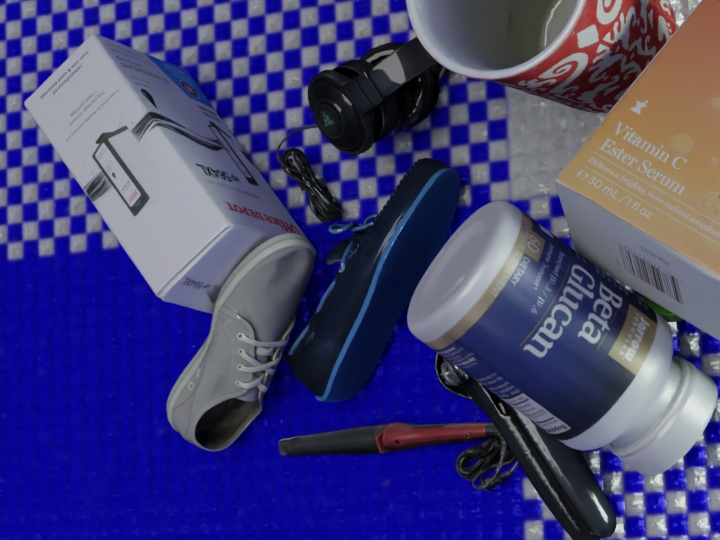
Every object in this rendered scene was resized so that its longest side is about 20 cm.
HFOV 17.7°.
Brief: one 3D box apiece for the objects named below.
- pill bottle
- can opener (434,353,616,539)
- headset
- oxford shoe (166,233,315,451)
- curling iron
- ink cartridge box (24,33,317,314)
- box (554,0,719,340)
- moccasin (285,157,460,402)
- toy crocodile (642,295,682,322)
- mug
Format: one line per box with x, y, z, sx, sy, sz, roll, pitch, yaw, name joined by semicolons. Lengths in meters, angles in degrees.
0.140;0.051;1.567;0.200;0.111;0.111;36;103;-13;pill bottle
0.119;0.105;1.633;0.079;0.063;0.200;-27;75;-18;can opener
0.016;-0.116;1.705;0.200;0.123;0.094;-33;89;35;headset
-0.082;0.058;1.733;0.058;0.075;0.200;54;126;39;oxford shoe
0.025;0.133;1.708;0.200;0.026;0.050;1;81;28;curling iron
-0.141;-0.068;1.756;0.084;0.146;0.200;-43;67;14;ink cartridge box
0.252;-0.072;1.533;0.152;0.106;0.200;32;74;27;box
0.000;0.000;1.711;0.068;0.080;0.200;35;99;31;moccasin
0.247;0.021;1.584;0.200;0.068;0.062;39;82;26;toy crocodile
0.125;-0.197;1.603;0.133;0.200;0.178;-37;67;19;mug
